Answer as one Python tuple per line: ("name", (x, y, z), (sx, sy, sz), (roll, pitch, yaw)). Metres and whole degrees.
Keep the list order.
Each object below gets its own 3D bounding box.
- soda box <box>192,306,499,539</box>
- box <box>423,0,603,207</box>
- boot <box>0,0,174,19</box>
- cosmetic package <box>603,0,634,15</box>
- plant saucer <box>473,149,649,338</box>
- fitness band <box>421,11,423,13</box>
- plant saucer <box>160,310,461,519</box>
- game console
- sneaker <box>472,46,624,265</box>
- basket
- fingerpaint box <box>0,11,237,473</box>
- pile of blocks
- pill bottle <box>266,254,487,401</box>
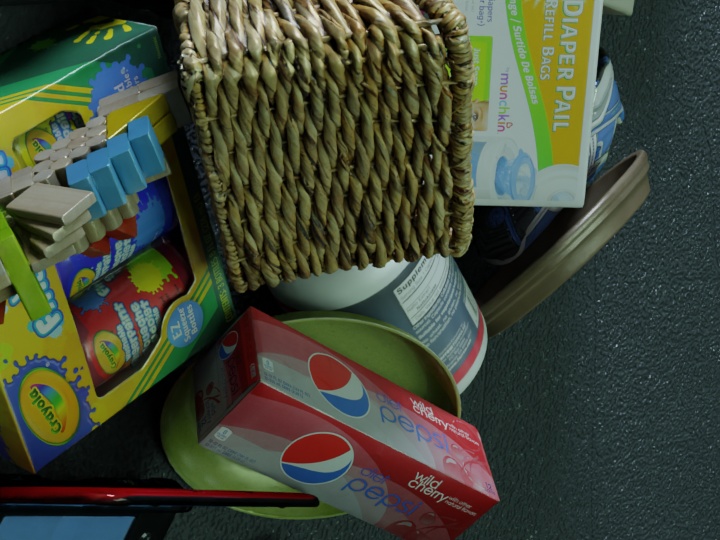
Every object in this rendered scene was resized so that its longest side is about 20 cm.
("soda box", (-0.008, 0.103, 0.935), (0.199, 0.070, 0.063), (29, 119, -31))
("box", (0.095, -0.153, 0.967), (0.102, 0.111, 0.202), (-88, 178, -62))
("boot", (-0.135, -0.236, 0.808), (0.167, 0.076, 0.202), (-4, 112, -52))
("cosmetic package", (0.147, -0.251, 1.099), (0.200, 0.071, 0.106), (-2, 102, -63))
("plant saucer", (0.149, -0.015, 1.143), (0.030, 0.200, 0.200), (47, 59, -1))
("fitness band", (0.044, -0.123, 1.087), (0.199, 0.037, 0.145), (3, 100, -48))
("plant saucer", (-0.033, 0.092, 0.992), (0.031, 0.199, 0.201), (-99, 164, -46))
("game console", (-0.149, 0.176, 0.866), (0.199, 0.118, 0.173), (15, 104, -56))
("sneaker", (0.159, -0.083, 1.202), (0.201, 0.075, 0.077), (-57, 134, -16))
("basket", (-0.019, -0.104, 0.832), (0.201, 0.148, 0.144), (82, -1, -53))
("fingerpaint box", (-0.169, -0.018, 0.845), (0.167, 0.073, 0.201), (-36, 128, -35))
("pile of blocks", (-0.142, -0.023, 0.754), (0.200, 0.082, 0.063), (-43, 128, -31))
("pill bottle", (0.000, 0.000, 1.013), (0.120, 0.119, 0.201), (-53, 135, -23))
